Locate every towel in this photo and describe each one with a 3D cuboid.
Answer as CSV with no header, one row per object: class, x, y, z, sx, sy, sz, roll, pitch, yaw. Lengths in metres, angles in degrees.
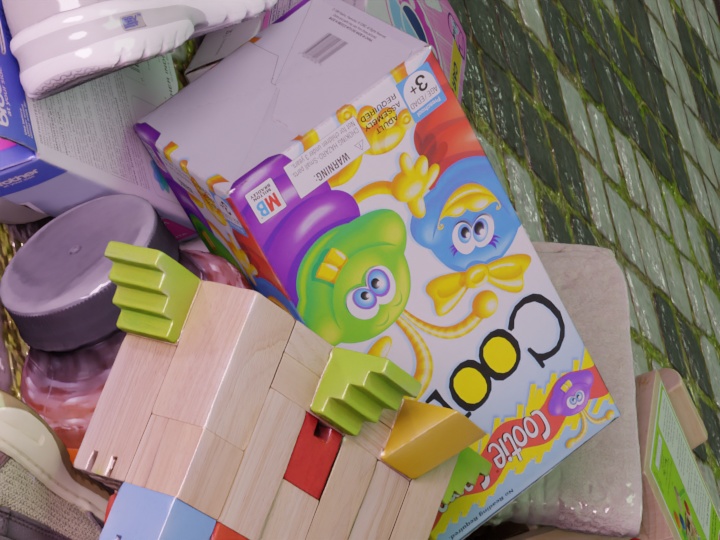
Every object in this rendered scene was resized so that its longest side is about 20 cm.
towel,0.081,0.060,1.304,0.201,0.131,0.035,-87,-179,-45

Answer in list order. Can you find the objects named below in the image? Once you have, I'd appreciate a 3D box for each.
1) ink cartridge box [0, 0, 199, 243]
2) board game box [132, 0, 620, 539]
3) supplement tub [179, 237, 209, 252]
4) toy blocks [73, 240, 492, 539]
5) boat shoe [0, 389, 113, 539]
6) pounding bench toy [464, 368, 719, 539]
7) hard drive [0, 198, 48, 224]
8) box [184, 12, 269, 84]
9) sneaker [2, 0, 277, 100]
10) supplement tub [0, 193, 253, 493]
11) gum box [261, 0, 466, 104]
ink cartridge box,-0.127,-0.082,0.997,0.200,0.042,0.120,27,47,-70
board game box,0.008,0.001,1.027,0.105,0.103,0.201,35,-22,58
supplement tub,0.000,0.000,1.176,0.200,0.145,0.146,49,27,-36
toy blocks,-0.040,0.095,0.883,0.200,0.099,0.137,39,68,-50
boat shoe,-0.126,0.099,0.875,0.201,0.071,0.066,61,46,-60
pounding bench toy,0.121,0.144,1.411,0.125,0.155,0.200,64,19,-18
hard drive,-0.181,-0.122,0.979,0.132,0.027,0.201,11,62,-70
box,-0.026,-0.056,1.362,0.201,0.041,0.156,64,19,-20
sneaker,-0.086,-0.129,0.975,0.200,0.074,0.083,-46,118,-71
supplement tub,-0.069,0.067,0.999,0.107,0.106,0.201,-84,150,-53
gum box,0.002,-0.107,1.317,0.114,0.066,0.201,59,22,-30
